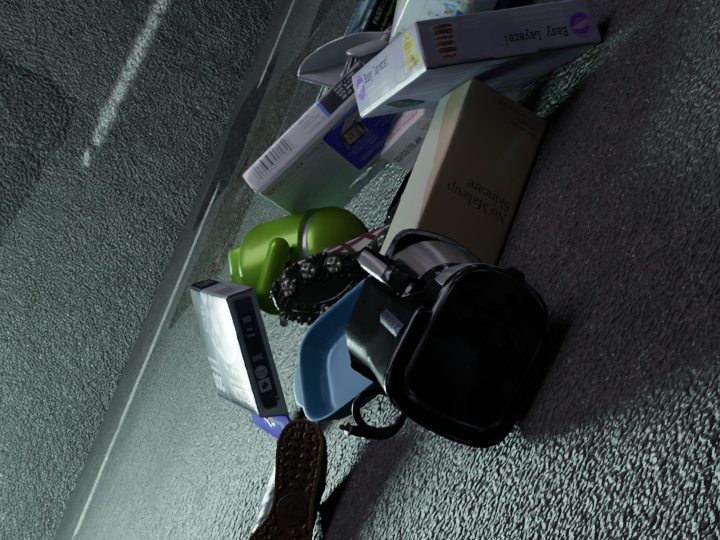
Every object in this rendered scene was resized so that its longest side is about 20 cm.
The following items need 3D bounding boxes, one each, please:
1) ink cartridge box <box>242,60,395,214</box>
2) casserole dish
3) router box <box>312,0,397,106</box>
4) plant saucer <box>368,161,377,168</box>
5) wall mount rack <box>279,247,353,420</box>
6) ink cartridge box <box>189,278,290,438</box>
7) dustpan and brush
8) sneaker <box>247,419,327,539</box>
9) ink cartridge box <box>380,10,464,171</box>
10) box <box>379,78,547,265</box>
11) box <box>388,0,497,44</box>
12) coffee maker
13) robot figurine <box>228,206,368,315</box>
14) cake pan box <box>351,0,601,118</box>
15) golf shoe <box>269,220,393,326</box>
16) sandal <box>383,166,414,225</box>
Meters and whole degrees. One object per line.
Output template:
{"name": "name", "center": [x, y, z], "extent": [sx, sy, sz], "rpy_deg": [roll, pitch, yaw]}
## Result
{"name": "ink cartridge box", "center": [-0.029, -0.148, 1.659], "extent": [0.198, 0.043, 0.200], "rpy_deg": [-44, -22, 5]}
{"name": "casserole dish", "center": [0.006, 0.077, 1.371], "extent": [0.200, 0.039, 0.122], "rpy_deg": [-40, 42, 33]}
{"name": "router box", "center": [0.010, -0.310, 1.897], "extent": [0.202, 0.062, 0.150], "rpy_deg": [-67, 13, -16]}
{"name": "plant saucer", "center": [0.055, -0.247, 1.850], "extent": [0.201, 0.048, 0.201], "rpy_deg": [-55, 17, 31]}
{"name": "wall mount rack", "center": [-0.028, 0.080, 1.518], "extent": [0.200, 0.074, 0.175], "rpy_deg": [-53, 41, 38]}
{"name": "ink cartridge box", "center": [-0.143, 0.114, 1.626], "extent": [0.198, 0.043, 0.202], "rpy_deg": [7, 115, 70]}
{"name": "dustpan and brush", "center": [0.024, -0.293, 1.776], "extent": [0.200, 0.138, 0.058], "rpy_deg": [-34, -46, -49]}
{"name": "sneaker", "center": [-0.072, 0.255, 1.393], "extent": [0.090, 0.066, 0.202], "rpy_deg": [57, -133, -80]}
{"name": "ink cartridge box", "center": [0.089, -0.188, 1.576], "extent": [0.115, 0.067, 0.202], "rpy_deg": [-41, 26, 57]}
{"name": "box", "center": [0.095, -0.069, 1.291], "extent": [0.078, 0.094, 0.202], "rpy_deg": [-24, 43, 65]}
{"name": "box", "center": [0.109, -0.350, 1.627], "extent": [0.200, 0.100, 0.114], "rpy_deg": [120, 163, -68]}
{"name": "coffee maker", "center": [0.065, 0.075, 1.121], "extent": [0.200, 0.133, 0.195], "rpy_deg": [-134, 49, -76]}
{"name": "robot figurine", "center": [-0.068, -0.012, 1.649], "extent": [0.198, 0.175, 0.117], "rpy_deg": [-14, 80, 33]}
{"name": "cake pan box", "center": [0.112, -0.206, 1.321], "extent": [0.184, 0.198, 0.053], "rpy_deg": [162, 96, -71]}
{"name": "golf shoe", "center": [0.000, 0.000, 1.453], "extent": [0.198, 0.078, 0.088], "rpy_deg": [-23, 6, 12]}
{"name": "sandal", "center": [0.062, -0.089, 1.500], "extent": [0.077, 0.042, 0.201], "rpy_deg": [-84, 15, -46]}
